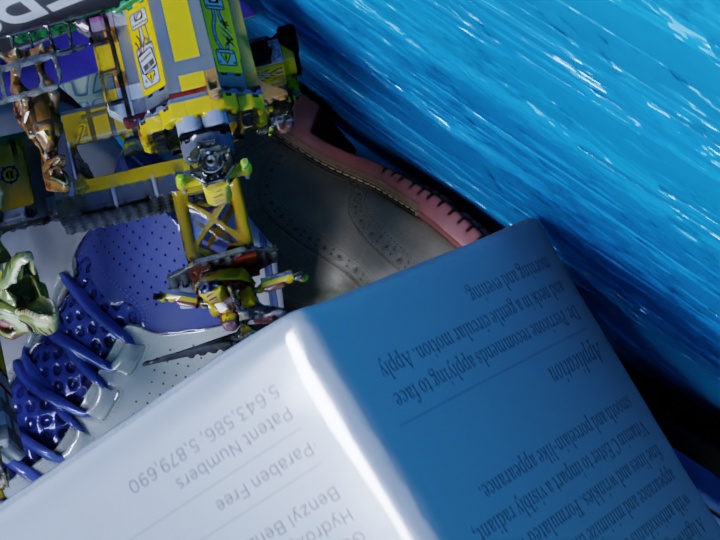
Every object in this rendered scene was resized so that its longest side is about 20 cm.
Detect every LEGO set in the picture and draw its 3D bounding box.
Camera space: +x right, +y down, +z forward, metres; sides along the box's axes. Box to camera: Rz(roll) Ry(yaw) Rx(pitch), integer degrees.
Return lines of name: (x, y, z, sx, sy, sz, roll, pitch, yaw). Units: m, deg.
LEGO set: (-0.100, 0.004, 0.706, 0.154, 0.199, 0.117, 117, 140, -74)

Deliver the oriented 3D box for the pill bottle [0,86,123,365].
pill bottle: (-0.176, -0.052, 0.901, 0.200, 0.111, 0.111, 40, 179, 41)

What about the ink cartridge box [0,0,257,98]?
ink cartridge box: (-0.163, -0.087, 0.705, 0.197, 0.044, 0.200, -16, 144, 28)

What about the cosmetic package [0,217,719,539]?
cosmetic package: (0.010, 0.119, 0.689, 0.201, 0.165, 0.165, 60, -153, 6)

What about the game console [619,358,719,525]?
game console: (0.150, 0.094, 0.935, 0.177, 0.031, 0.200, 40, 176, -36)

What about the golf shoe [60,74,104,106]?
golf shoe: (-0.142, -0.088, 1.011, 0.078, 0.097, 0.200, 38, 176, 21)

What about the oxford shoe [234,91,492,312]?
oxford shoe: (0.000, 0.000, 0.854, 0.200, 0.075, 0.070, 36, 177, 30)

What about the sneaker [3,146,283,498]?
sneaker: (-0.103, 0.058, 0.835, 0.115, 0.200, 0.081, -12, -136, -37)
